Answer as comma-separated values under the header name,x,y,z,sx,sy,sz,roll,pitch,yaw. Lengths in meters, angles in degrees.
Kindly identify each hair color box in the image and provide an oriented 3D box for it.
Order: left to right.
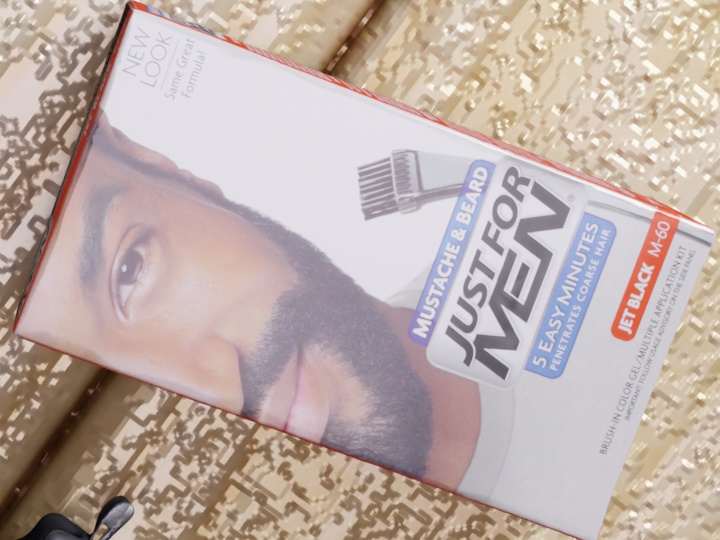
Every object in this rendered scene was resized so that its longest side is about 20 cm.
name,x,y,z,sx,sy,sz,roll,pitch,yaw
hair color box,0.000,0.000,0.758,0.199,0.064,0.111,20,95,-9

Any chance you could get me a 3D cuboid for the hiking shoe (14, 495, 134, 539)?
name,x,y,z,sx,sy,sz,roll,pitch,yaw
hiking shoe,-0.176,0.088,0.749,0.199,0.076,0.101,16,87,-19
